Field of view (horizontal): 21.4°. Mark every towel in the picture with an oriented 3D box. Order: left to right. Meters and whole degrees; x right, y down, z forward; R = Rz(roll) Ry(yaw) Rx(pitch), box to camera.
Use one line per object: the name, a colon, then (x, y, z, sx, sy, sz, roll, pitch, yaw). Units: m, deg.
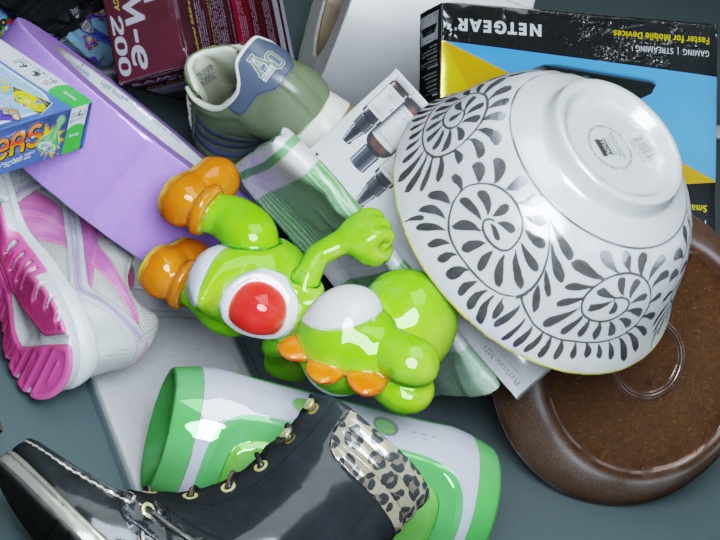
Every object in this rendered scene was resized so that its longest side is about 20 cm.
towel: (0.000, 0.000, 1.198, 0.023, 0.152, 0.200, -40, 95, -13)

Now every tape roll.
tape roll: (-0.160, -0.075, 1.226, 0.200, 0.066, 0.200, 39, 3, -2)
tape roll: (0.042, -0.199, 1.499, 0.138, 0.204, 0.203, 17, 33, -12)

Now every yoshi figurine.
yoshi figurine: (-0.024, 0.014, 1.111, 0.199, 0.113, 0.112, 31, 74, 25)

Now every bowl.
bowl: (0.127, -0.049, 1.117, 0.199, 0.094, 0.202, 18, 50, -22)

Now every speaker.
speaker: (-0.023, 0.115, 1.109, 0.198, 0.089, 0.089, 15, 33, -14)

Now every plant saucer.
plant saucer: (0.180, 0.055, 1.236, 0.199, 0.202, 0.034, 10, 1, -21)

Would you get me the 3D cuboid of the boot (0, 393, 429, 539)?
boot: (-0.077, 0.121, 1.020, 0.203, 0.074, 0.154, 36, 65, 7)

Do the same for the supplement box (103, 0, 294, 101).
supplement box: (-0.115, -0.181, 1.389, 0.200, 0.060, 0.110, 5, 72, -70)

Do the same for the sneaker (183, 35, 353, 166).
sneaker: (-0.084, -0.117, 1.289, 0.090, 0.200, 0.067, 42, 71, -20)

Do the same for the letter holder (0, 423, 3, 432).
letter holder: (-0.285, 0.009, 1.096, 0.100, 0.143, 0.200, -21, 42, -8)

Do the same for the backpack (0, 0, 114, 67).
backpack: (-0.231, -0.233, 1.432, 0.200, 0.134, 0.183, 36, 15, -52)

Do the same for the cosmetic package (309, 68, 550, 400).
cosmetic package: (0.060, -0.022, 1.180, 0.200, 0.082, 0.051, 48, 4, 7)

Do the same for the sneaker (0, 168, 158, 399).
sneaker: (-0.190, -0.001, 1.186, 0.088, 0.082, 0.201, 1, 45, -39)

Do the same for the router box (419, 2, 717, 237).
router box: (0.137, -0.093, 1.262, 0.198, 0.151, 0.051, 1, -2, -17)

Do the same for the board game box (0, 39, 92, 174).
board game box: (-0.272, -0.115, 1.098, 0.199, 0.035, 0.135, 33, 34, 24)
